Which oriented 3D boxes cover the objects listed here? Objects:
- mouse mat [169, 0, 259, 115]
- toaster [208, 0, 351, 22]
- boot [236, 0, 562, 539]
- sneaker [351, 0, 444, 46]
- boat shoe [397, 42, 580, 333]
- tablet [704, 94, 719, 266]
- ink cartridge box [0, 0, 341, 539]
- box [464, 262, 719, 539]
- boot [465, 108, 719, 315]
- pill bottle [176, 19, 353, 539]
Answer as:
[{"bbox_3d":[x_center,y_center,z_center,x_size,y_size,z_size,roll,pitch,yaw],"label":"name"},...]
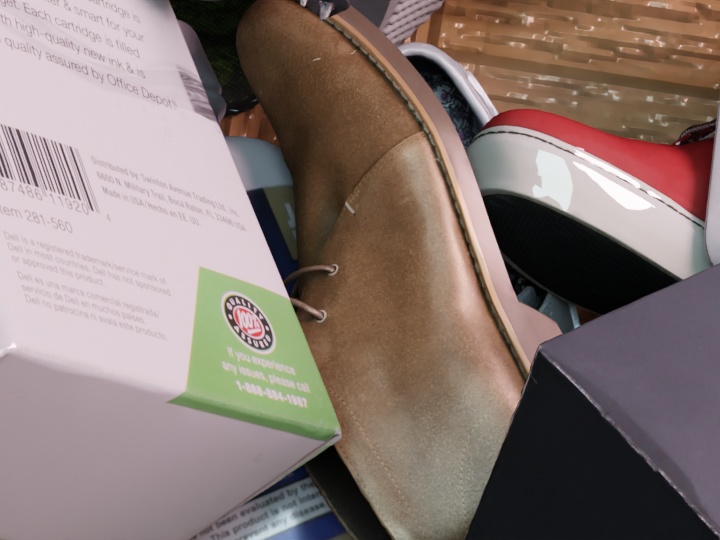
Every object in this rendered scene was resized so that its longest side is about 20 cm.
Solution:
[{"bbox_3d":[-0.135,-0.122,0.960,0.199,0.008,0.162,-7,80,1],"label":"mouse mat"},{"bbox_3d":[-0.060,-0.171,0.783,0.113,0.129,0.201,-28,50,36],"label":"toaster"},{"bbox_3d":[0.000,0.000,0.812,0.075,0.074,0.200,-22,68,-15],"label":"boot"},{"bbox_3d":[0.001,-0.143,0.858,0.075,0.200,0.105,-38,84,-23],"label":"sneaker"},{"bbox_3d":[0.036,0.021,0.891,0.070,0.072,0.201,-17,80,0],"label":"boat shoe"},{"bbox_3d":[0.190,-0.041,0.864,0.200,0.014,0.131,16,78,-34],"label":"tablet"},{"bbox_3d":[-0.106,-0.030,0.760,0.084,0.146,0.200,-35,61,23],"label":"ink cartridge box"},{"bbox_3d":[0.123,0.059,0.753,0.200,0.141,0.079,-22,53,-35],"label":"box"},{"bbox_3d":[0.126,-0.047,0.868,0.200,0.072,0.145,22,78,-31],"label":"boot"},{"bbox_3d":[-0.052,0.026,0.875,0.111,0.111,0.201,-24,79,-1],"label":"pill bottle"}]
